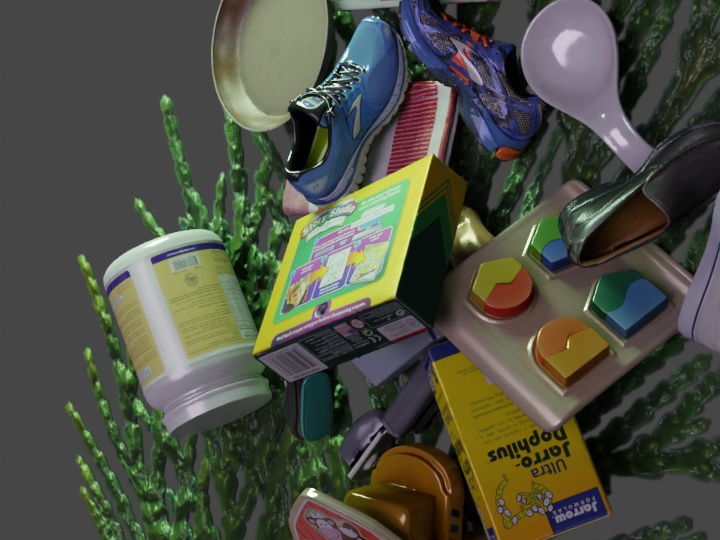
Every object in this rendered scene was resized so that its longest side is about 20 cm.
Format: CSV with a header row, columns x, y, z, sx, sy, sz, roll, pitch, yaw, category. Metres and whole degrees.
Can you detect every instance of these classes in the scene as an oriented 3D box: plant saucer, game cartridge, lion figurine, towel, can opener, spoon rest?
x,y,z,sx,sy,sz,roll,pitch,yaw,category
-0.090,-0.247,1.679,0.200,0.032,0.201,-5,83,47,plant saucer
0.009,0.013,1.638,0.133,0.040,0.200,-39,70,32,game cartridge
0.110,-0.017,1.522,0.122,0.072,0.200,-38,56,-3,lion figurine
0.009,-0.124,1.601,0.200,0.023,0.144,4,77,40,towel
0.038,0.139,1.614,0.067,0.053,0.200,47,121,26,can opener
0.218,-0.164,1.422,0.099,0.061,0.200,-44,68,26,spoon rest

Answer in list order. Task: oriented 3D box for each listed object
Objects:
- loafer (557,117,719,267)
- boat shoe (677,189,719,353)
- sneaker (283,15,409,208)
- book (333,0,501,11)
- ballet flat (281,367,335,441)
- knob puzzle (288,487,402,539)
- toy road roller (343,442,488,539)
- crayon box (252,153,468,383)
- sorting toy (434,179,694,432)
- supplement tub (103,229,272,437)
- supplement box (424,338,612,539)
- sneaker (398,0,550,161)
x,y,z,sx,sy,sz,roll,pitch,yaw,category
0.266,-0.062,1.360,0.200,0.072,0.073,-35,112,20,loafer
0.341,-0.014,1.328,0.086,0.075,0.202,32,117,34,boat shoe
-0.018,-0.164,1.564,0.078,0.089,0.200,18,85,40,sneaker
0.052,-0.330,1.560,0.200,0.048,0.134,6,101,41,book
-0.056,0.090,1.645,0.068,0.068,0.200,46,135,42,ballet flat
-0.002,0.292,1.524,0.219,0.030,0.220,28,148,20,knob puzzle
0.054,0.271,1.553,0.123,0.146,0.201,10,101,40,toy road roller
0.000,0.000,1.487,0.200,0.058,0.173,-23,38,42,crayon box
0.183,0.024,1.414,0.185,0.200,0.037,44,164,28,sorting toy
-0.190,0.071,1.740,0.145,0.145,0.200,-32,74,38,supplement tub
0.144,0.155,1.462,0.109,0.109,0.200,-20,78,-3,supplement box
0.112,-0.204,1.505,0.078,0.075,0.200,-39,86,24,sneaker
